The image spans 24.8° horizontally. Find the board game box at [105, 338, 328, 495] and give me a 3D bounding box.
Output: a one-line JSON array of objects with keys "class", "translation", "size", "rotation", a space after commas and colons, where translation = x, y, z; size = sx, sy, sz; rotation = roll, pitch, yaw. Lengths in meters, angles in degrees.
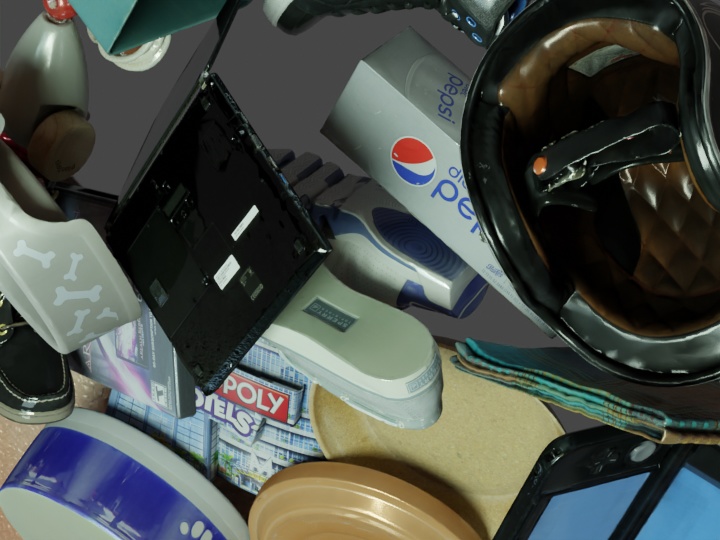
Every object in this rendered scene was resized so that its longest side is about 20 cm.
[{"class": "board game box", "translation": [-0.097, 0.065, 1.203], "size": [0.198, 0.062, 0.202], "rotation": [21, 126, 23]}]

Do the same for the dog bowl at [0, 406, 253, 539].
[{"class": "dog bowl", "translation": [-0.181, 0.200, 1.274], "size": [0.199, 0.079, 0.201], "rotation": [27, 151, 16]}]

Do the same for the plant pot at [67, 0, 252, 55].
[{"class": "plant pot", "translation": [-0.145, -0.268, 1.009], "size": [0.200, 0.141, 0.142], "rotation": [48, 131, 11]}]

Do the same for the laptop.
[{"class": "laptop", "translation": [-0.079, -0.060, 1.013], "size": [0.201, 0.103, 0.177], "rotation": [56, 139, 13]}]

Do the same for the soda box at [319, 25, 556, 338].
[{"class": "soda box", "translation": [0.075, -0.057, 1.018], "size": [0.200, 0.063, 0.068], "rotation": [42, 133, 8]}]

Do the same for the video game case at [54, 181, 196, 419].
[{"class": "video game case", "translation": [-0.178, 0.017, 1.191], "size": [0.199, 0.019, 0.145], "rotation": [14, 109, 53]}]

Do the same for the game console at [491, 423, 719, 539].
[{"class": "game console", "translation": [0.178, 0.198, 1.061], "size": [0.117, 0.174, 0.201], "rotation": [54, 137, 35]}]

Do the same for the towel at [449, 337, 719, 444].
[{"class": "towel", "translation": [0.162, 0.067, 0.925], "size": [0.199, 0.145, 0.022], "rotation": [17, 101, 60]}]

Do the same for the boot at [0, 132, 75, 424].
[{"class": "boot", "translation": [-0.257, 0.003, 1.222], "size": [0.201, 0.072, 0.152], "rotation": [-119, 32, -48]}]

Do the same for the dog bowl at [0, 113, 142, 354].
[{"class": "dog bowl", "translation": [-0.228, -0.030, 1.077], "size": [0.200, 0.059, 0.200], "rotation": [47, 166, 15]}]

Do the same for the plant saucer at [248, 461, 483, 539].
[{"class": "plant saucer", "translation": [0.008, 0.219, 1.200], "size": [0.198, 0.032, 0.202], "rotation": [16, 137, 15]}]

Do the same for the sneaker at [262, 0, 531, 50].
[{"class": "sneaker", "translation": [0.032, -0.166, 0.980], "size": [0.199, 0.073, 0.112], "rotation": [-32, 94, 39]}]

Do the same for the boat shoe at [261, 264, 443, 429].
[{"class": "boat shoe", "translation": [-0.025, 0.042, 1.034], "size": [0.200, 0.070, 0.072], "rotation": [30, 149, 39]}]

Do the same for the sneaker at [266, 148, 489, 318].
[{"class": "sneaker", "translation": [-0.001, 0.000, 1.100], "size": [0.198, 0.080, 0.116], "rotation": [23, 130, 30]}]

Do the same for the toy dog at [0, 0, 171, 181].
[{"class": "toy dog", "translation": [-0.197, -0.157, 1.148], "size": [0.200, 0.096, 0.132], "rotation": [-42, 81, 28]}]

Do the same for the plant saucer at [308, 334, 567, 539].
[{"class": "plant saucer", "translation": [0.061, 0.111, 1.117], "size": [0.198, 0.036, 0.202], "rotation": [16, 135, 17]}]

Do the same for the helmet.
[{"class": "helmet", "translation": [0.160, -0.046, 0.882], "size": [0.198, 0.202, 0.190], "rotation": [-7, 149, 36]}]
